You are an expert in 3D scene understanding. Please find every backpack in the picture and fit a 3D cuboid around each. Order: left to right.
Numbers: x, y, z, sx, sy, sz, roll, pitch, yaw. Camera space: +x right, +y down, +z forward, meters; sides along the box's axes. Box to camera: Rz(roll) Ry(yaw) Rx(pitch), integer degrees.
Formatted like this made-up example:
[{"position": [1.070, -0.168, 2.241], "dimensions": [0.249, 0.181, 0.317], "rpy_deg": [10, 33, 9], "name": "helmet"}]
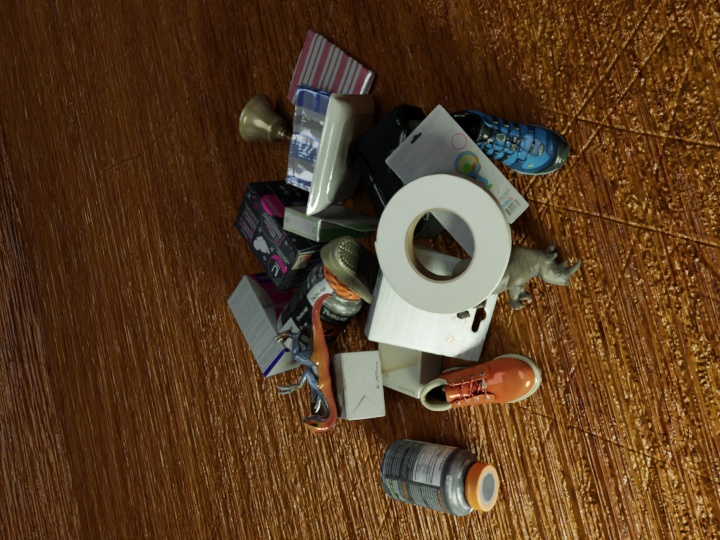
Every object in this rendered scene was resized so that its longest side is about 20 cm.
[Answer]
[{"position": [0.081, -0.151, 0.960], "dimensions": [0.166, 0.124, 0.205], "rpy_deg": [-30, 77, 53], "name": "backpack"}]

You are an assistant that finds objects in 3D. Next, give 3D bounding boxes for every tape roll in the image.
[{"position": [0.118, -0.039, 0.840], "dimensions": [0.197, 0.037, 0.209], "rpy_deg": [5, 105, 19], "name": "tape roll"}]

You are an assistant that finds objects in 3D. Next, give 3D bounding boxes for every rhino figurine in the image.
[{"position": [0.229, 0.009, 0.864], "dimensions": [0.195, 0.060, 0.089], "rpy_deg": [-14, 105, 21], "name": "rhino figurine"}]

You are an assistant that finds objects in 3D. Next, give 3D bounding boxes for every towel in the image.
[{"position": [-0.078, -0.243, 1.123], "dimensions": [0.144, 0.024, 0.204], "rpy_deg": [24, 120, 20], "name": "towel"}, {"position": [-0.060, -0.361, 1.130], "dimensions": [0.200, 0.030, 0.149], "rpy_deg": [43, 123, 27], "name": "towel"}]

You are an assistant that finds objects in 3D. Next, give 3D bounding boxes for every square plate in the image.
[{"position": [-0.027, -0.206, 1.016], "dimensions": [0.028, 0.198, 0.205], "rpy_deg": [20, 111, 15], "name": "square plate"}]

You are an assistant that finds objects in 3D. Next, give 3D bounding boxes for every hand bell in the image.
[{"position": [-0.147, -0.277, 1.199], "dimensions": [0.198, 0.103, 0.106], "rpy_deg": [32, 117, 21], "name": "hand bell"}]

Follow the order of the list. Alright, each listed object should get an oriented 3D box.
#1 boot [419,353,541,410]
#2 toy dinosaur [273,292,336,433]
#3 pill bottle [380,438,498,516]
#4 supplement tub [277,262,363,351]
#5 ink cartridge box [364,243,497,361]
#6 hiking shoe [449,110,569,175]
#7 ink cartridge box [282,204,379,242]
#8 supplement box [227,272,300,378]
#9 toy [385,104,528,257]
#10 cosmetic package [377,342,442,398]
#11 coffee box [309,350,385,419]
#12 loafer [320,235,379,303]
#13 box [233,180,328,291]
[{"position": [0.188, 0.187, 0.923], "dimensions": [0.197, 0.106, 0.077], "rpy_deg": [-22, 80, 41], "name": "boot"}, {"position": [-0.084, 0.179, 1.014], "dimensions": [0.183, 0.103, 0.202], "rpy_deg": [52, 128, 30], "name": "toy dinosaur"}, {"position": [0.137, 0.357, 0.993], "dimensions": [0.197, 0.105, 0.109], "rpy_deg": [-5, 93, 43], "name": "pill bottle"}, {"position": [-0.072, 0.069, 1.136], "dimensions": [0.124, 0.121, 0.201], "rpy_deg": [55, 129, 22], "name": "supplement tub"}, {"position": [0.118, 0.049, 0.941], "dimensions": [0.047, 0.195, 0.164], "rpy_deg": [-120, 43, -75], "name": "ink cartridge box"}, {"position": [0.209, -0.189, 0.859], "dimensions": [0.198, 0.086, 0.076], "rpy_deg": [26, 113, 38], "name": "hiking shoe"}, {"position": [-0.026, -0.078, 1.056], "dimensions": [0.197, 0.144, 0.049], "rpy_deg": [23, 111, 38], "name": "ink cartridge box"}, {"position": [-0.197, 0.114, 1.273], "dimensions": [0.104, 0.100, 0.202], "rpy_deg": [-49, 64, 35], "name": "supplement box"}, {"position": [0.144, -0.131, 0.871], "dimensions": [0.115, 0.047, 0.200], "rpy_deg": [-43, 89, 6], "name": "toy"}, {"position": [0.090, 0.108, 1.025], "dimensions": [0.102, 0.072, 0.206], "rpy_deg": [10, 102, 41], "name": "cosmetic package"}, {"position": [-0.032, 0.218, 1.093], "dimensions": [0.199, 0.078, 0.118], "rpy_deg": [152, 115, -64], "name": "coffee box"}, {"position": [0.000, 0.000, 1.026], "dimensions": [0.067, 0.200, 0.077], "rpy_deg": [11, 66, 41], "name": "loafer"}, {"position": [-0.148, -0.075, 1.180], "dimensions": [0.201, 0.130, 0.116], "rpy_deg": [52, 130, 25], "name": "box"}]
